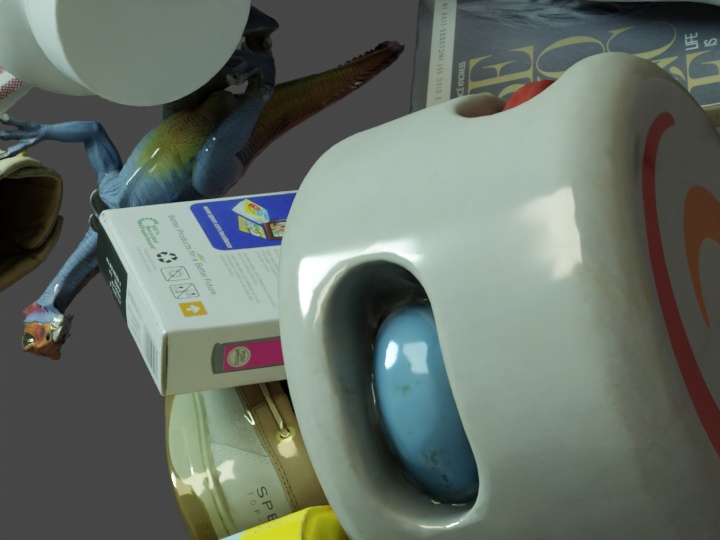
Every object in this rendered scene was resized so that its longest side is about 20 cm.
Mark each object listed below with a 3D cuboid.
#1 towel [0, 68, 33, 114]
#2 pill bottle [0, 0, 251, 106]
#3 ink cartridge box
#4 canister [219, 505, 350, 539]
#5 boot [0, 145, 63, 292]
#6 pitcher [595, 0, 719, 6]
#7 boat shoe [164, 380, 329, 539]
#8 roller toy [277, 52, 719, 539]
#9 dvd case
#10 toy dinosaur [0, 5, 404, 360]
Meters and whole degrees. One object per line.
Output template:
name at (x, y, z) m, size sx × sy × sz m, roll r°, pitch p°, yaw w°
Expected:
towel at (-0.217, -0.145, 1.144) m, size 0.200 × 0.030 × 0.146 m, roll 21°, pitch 49°, yaw 32°
pill bottle at (-0.133, -0.144, 0.934) m, size 0.120 × 0.120 × 0.200 m, roll -44°, pitch 36°, yaw -9°
ink cartridge box at (0.000, 0.000, 0.868) m, size 0.200 × 0.037 × 0.095 m, roll -9°, pitch 34°, yaw -19°
canister at (-0.076, 0.151, 0.742) m, size 0.200 × 0.149 × 0.087 m, roll -21°, pitch 75°, yaw 16°
boot at (-0.207, -0.062, 1.111) m, size 0.155 × 0.073 × 0.200 m, roll 11°, pitch 47°, yaw 35°
pitcher at (0.132, -0.175, 0.900) m, size 0.200 × 0.121 × 0.172 m, roll 28°, pitch 40°, yaw 30°
boat shoe at (-0.047, 0.043, 0.892) m, size 0.066 × 0.074 × 0.200 m, roll -16°, pitch 41°, yaw 3°
roller toy at (0.061, 0.025, 0.728) m, size 0.140 × 0.182 × 0.200 m, roll -16°, pitch 43°, yaw 25°
dvd case at (0.119, -0.111, 0.922) m, size 0.200 × 0.016 × 0.149 m, roll -10°, pitch 44°, yaw 16°
toy dinosaur at (-0.088, -0.032, 1.000) m, size 0.182 × 0.200 × 0.105 m, roll -62°, pitch 34°, yaw 30°
